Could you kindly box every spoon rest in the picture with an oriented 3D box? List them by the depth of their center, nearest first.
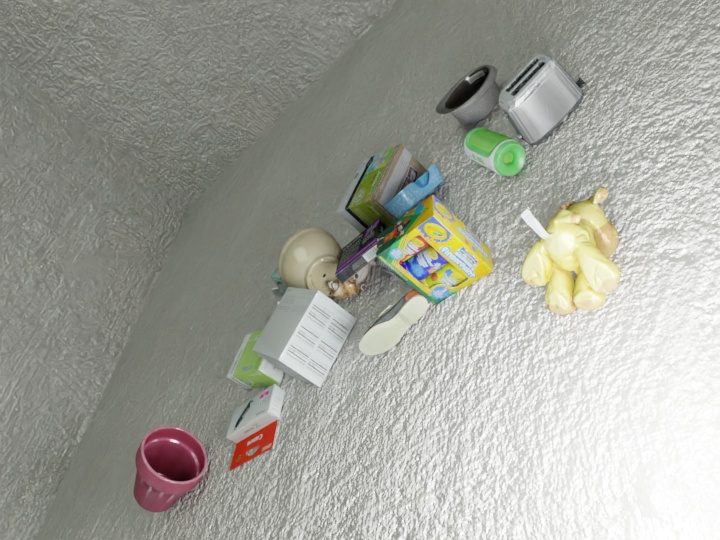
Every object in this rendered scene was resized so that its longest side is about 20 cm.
[{"bbox_3d":[-0.264,0.141,1.953,0.097,0.061,0.202,-11,42,9],"label":"spoon rest"}]

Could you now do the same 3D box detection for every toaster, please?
[{"bbox_3d":[0.416,-0.402,1.421,0.200,0.129,0.114,-44,28,16],"label":"toaster"}]

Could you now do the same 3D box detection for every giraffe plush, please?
[{"bbox_3d":[0.373,-0.049,1.057,0.161,0.203,0.171,-34,8,-38],"label":"giraffe plush"}]

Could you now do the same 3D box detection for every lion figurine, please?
[{"bbox_3d":[0.000,0.000,1.699,0.200,0.073,0.122,-46,13,-19],"label":"lion figurine"}]

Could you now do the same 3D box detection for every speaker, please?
[{"bbox_3d":[0.320,-0.290,1.493,0.089,0.088,0.200,-48,26,7],"label":"speaker"}]

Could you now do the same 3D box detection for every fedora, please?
[{"bbox_3d":[0.315,-0.476,1.722,0.201,0.090,0.176,-50,27,-9],"label":"fedora"}]

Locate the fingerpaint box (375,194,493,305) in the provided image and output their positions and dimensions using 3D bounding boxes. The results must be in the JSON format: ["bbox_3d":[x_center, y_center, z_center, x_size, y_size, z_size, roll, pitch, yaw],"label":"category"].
[{"bbox_3d":[0.158,-0.037,1.317,0.166,0.199,0.074,-33,32,32],"label":"fingerpaint box"}]

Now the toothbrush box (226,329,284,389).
[{"bbox_3d":[-0.293,0.260,1.824,0.198,0.086,0.148,-19,42,48],"label":"toothbrush box"}]

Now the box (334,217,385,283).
[{"bbox_3d":[0.004,-0.056,1.632,0.142,0.036,0.201,-38,16,18],"label":"box"}]

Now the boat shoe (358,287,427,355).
[{"bbox_3d":[0.074,0.116,1.415,0.200,0.071,0.063,-44,21,14],"label":"boat shoe"}]

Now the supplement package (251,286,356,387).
[{"bbox_3d":[-0.150,0.171,1.629,0.190,0.146,0.202,2,59,59],"label":"supplement package"}]

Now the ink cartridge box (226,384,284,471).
[{"bbox_3d":[-0.295,0.427,1.673,0.199,0.043,0.176,-35,30,32],"label":"ink cartridge box"}]

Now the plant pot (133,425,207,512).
[{"bbox_3d":[-0.564,0.586,1.777,0.181,0.197,0.201,-59,22,24],"label":"plant pot"}]

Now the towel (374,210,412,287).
[{"bbox_3d":[0.130,-0.054,1.514,0.167,0.085,0.199,-55,26,-4],"label":"towel"}]

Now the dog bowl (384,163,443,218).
[{"bbox_3d":[0.147,-0.208,1.637,0.199,0.050,0.111,-42,0,-31],"label":"dog bowl"}]

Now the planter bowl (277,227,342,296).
[{"bbox_3d":[-0.122,-0.005,1.763,0.202,0.199,0.134,-52,36,0],"label":"planter bowl"}]

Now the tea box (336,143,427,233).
[{"bbox_3d":[0.065,-0.225,1.777,0.195,0.133,0.203,-11,47,52],"label":"tea box"}]

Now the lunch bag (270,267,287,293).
[{"bbox_3d":[-0.190,-0.012,1.954,0.200,0.078,0.159,-46,28,-21],"label":"lunch bag"}]
